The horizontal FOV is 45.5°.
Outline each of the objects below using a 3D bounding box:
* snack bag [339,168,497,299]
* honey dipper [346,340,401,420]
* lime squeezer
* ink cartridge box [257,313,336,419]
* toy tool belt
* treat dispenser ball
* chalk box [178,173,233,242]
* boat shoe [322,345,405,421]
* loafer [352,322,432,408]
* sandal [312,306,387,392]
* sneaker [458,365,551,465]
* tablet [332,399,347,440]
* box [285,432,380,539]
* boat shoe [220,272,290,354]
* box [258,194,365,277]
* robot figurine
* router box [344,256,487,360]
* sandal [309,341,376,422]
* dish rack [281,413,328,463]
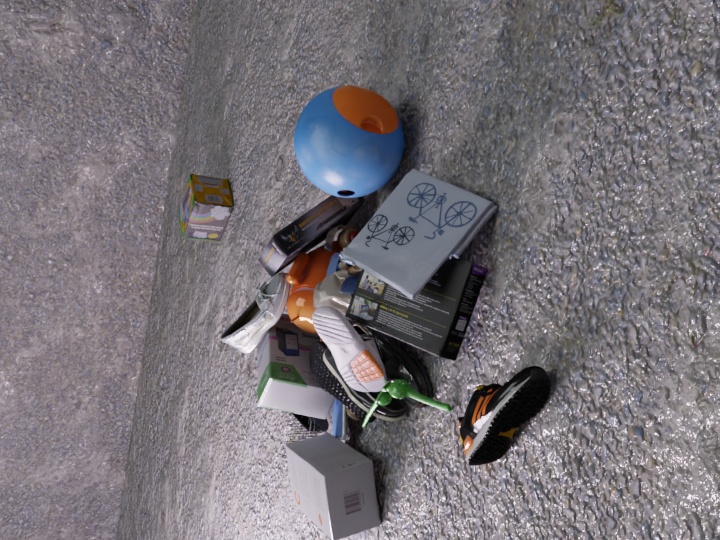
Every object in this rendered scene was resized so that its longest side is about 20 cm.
[{"bbox_3d":[0.086,-0.058,1.326,0.200,0.021,0.188,-50,45,-11],"label":"snack bag"},{"bbox_3d":[0.026,0.192,1.563,0.201,0.038,0.038,-65,31,32],"label":"honey dipper"},{"bbox_3d":[0.059,0.212,1.409,0.200,0.071,0.038,-21,30,43],"label":"lime squeezer"},{"bbox_3d":[-0.128,0.185,1.724,0.200,0.145,0.088,-100,29,-53],"label":"ink cartridge box"},{"bbox_3d":[0.000,0.000,1.582,0.123,0.125,0.201,-19,50,43],"label":"toy tool belt"},{"bbox_3d":[-0.021,-0.232,1.554,0.201,0.200,0.202,-22,65,62],"label":"treat dispenser ball"},{"bbox_3d":[-0.473,-0.171,2.587,0.200,0.124,0.124,-59,36,41],"label":"chalk box"},{"bbox_3d":[0.008,0.184,1.508,0.200,0.072,0.068,46,130,30],"label":"boat shoe"},{"bbox_3d":[0.047,0.159,1.460,0.200,0.063,0.072,55,130,40],"label":"loafer"},{"bbox_3d":[-0.008,0.118,1.403,0.079,0.207,0.059,-6,40,28],"label":"sandal"},{"bbox_3d":[0.185,0.182,1.186,0.201,0.070,0.090,-65,35,39],"label":"sneaker"},{"bbox_3d":[-0.039,0.231,1.689,0.130,0.014,0.201,132,140,-74],"label":"tablet"},{"bbox_3d":[-0.054,0.394,1.589,0.200,0.097,0.125,12,112,64],"label":"box"},{"bbox_3d":[-0.203,0.080,1.703,0.202,0.065,0.075,-51,28,27],"label":"boat shoe"},{"bbox_3d":[-0.097,-0.078,1.677,0.048,0.200,0.158,53,159,2],"label":"box"},{"bbox_3d":[-0.073,0.039,1.668,0.144,0.116,0.201,82,-158,-53],"label":"robot figurine"},{"bbox_3d":[0.083,0.037,1.337,0.200,0.051,0.150,21,91,39],"label":"router box"},{"bbox_3d":[-0.027,0.205,1.585,0.200,0.045,0.075,42,126,33],"label":"sandal"},{"bbox_3d":[-0.122,0.380,1.818,0.153,0.054,0.201,-151,68,-64],"label":"dish rack"}]
